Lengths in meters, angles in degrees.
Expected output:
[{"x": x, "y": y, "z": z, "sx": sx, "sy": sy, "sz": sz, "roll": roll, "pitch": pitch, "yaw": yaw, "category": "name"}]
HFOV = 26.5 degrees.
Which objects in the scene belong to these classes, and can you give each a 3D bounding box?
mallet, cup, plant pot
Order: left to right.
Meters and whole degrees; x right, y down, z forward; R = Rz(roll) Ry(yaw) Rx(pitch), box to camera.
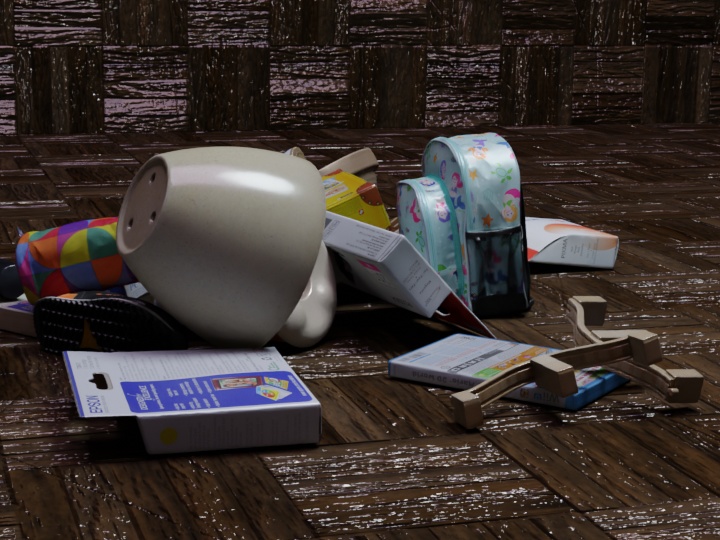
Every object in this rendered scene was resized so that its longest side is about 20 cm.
[{"x": -0.329, "y": 0.006, "z": 1.720, "sx": 0.198, "sy": 0.042, "sz": 0.066, "roll": -1, "pitch": 9, "yaw": -31, "category": "mallet"}, {"x": -0.146, "y": -0.037, "z": 1.449, "sx": 0.142, "sy": 0.202, "sz": 0.200, "roll": 23, "pitch": -1, "yaw": -31, "category": "cup"}, {"x": -0.048, "y": -0.068, "z": 1.986, "sx": 0.200, "sy": 0.093, "sz": 0.201, "roll": -32, "pitch": -4, "yaw": -2, "category": "plant pot"}]

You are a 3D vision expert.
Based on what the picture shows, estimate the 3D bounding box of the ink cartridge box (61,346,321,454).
[{"x": -0.151, "y": 0.110, "z": 1.320, "sx": 0.198, "sy": 0.047, "sz": 0.198, "roll": -3, "pitch": 13, "yaw": -14, "category": "ink cartridge box"}]

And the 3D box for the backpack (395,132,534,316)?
[{"x": 0.121, "y": -0.059, "z": 1.778, "sx": 0.149, "sy": 0.202, "sz": 0.178, "roll": -2, "pitch": 12, "yaw": -13, "category": "backpack"}]

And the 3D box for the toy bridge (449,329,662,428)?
[{"x": 0.171, "y": 0.092, "z": 1.356, "sx": 0.198, "sy": 0.027, "sz": 0.067, "roll": -18, "pitch": 11, "yaw": -15, "category": "toy bridge"}]

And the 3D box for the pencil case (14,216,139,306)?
[{"x": -0.265, "y": -0.021, "z": 1.602, "sx": 0.198, "sy": 0.089, "sz": 0.088, "roll": -10, "pitch": 9, "yaw": 13, "category": "pencil case"}]

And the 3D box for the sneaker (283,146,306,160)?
[{"x": -0.111, "y": -0.078, "z": 1.717, "sx": 0.112, "sy": 0.072, "sz": 0.200, "roll": -25, "pitch": 9, "yaw": 12, "category": "sneaker"}]

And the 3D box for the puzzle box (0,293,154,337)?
[{"x": -0.315, "y": 0.039, "z": 1.704, "sx": 0.132, "sy": 0.026, "sz": 0.199, "roll": 10, "pitch": 14, "yaw": 36, "category": "puzzle box"}]

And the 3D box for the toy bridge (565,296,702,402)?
[{"x": 0.244, "y": 0.073, "z": 1.443, "sx": 0.067, "sy": 0.027, "sz": 0.200, "roll": 1, "pitch": 21, "yaw": -22, "category": "toy bridge"}]

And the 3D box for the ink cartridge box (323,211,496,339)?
[{"x": 0.035, "y": 0.015, "z": 1.662, "sx": 0.044, "sy": 0.174, "sz": 0.200, "roll": -48, "pitch": 28, "yaw": -12, "category": "ink cartridge box"}]

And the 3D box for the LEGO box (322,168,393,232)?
[{"x": -0.077, "y": -0.039, "z": 1.808, "sx": 0.199, "sy": 0.078, "sz": 0.149, "roll": -25, "pitch": 17, "yaw": -11, "category": "LEGO box"}]

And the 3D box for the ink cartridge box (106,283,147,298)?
[{"x": -0.217, "y": -0.035, "z": 1.734, "sx": 0.199, "sy": 0.045, "sz": 0.094, "roll": -33, "pitch": 29, "yaw": -34, "category": "ink cartridge box"}]

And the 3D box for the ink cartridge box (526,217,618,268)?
[{"x": 0.221, "y": -0.045, "z": 2.055, "sx": 0.198, "sy": 0.051, "sz": 0.162, "roll": 8, "pitch": 8, "yaw": -23, "category": "ink cartridge box"}]

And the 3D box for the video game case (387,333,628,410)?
[{"x": 0.146, "y": 0.095, "z": 1.477, "sx": 0.199, "sy": 0.018, "sz": 0.143, "roll": 8, "pitch": 13, "yaw": 31, "category": "video game case"}]

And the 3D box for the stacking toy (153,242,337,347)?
[{"x": -0.137, "y": 0.026, "z": 1.624, "sx": 0.199, "sy": 0.147, "sz": 0.146, "roll": -15, "pitch": 2, "yaw": 30, "category": "stacking toy"}]

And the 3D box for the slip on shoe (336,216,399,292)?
[{"x": 0.000, "y": 0.000, "z": 1.843, "sx": 0.076, "sy": 0.061, "sz": 0.199, "roll": -2, "pitch": 24, "yaw": 46, "category": "slip on shoe"}]

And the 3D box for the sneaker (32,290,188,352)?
[{"x": -0.234, "y": 0.051, "z": 1.532, "sx": 0.199, "sy": 0.071, "sz": 0.090, "roll": 7, "pitch": 16, "yaw": 36, "category": "sneaker"}]
